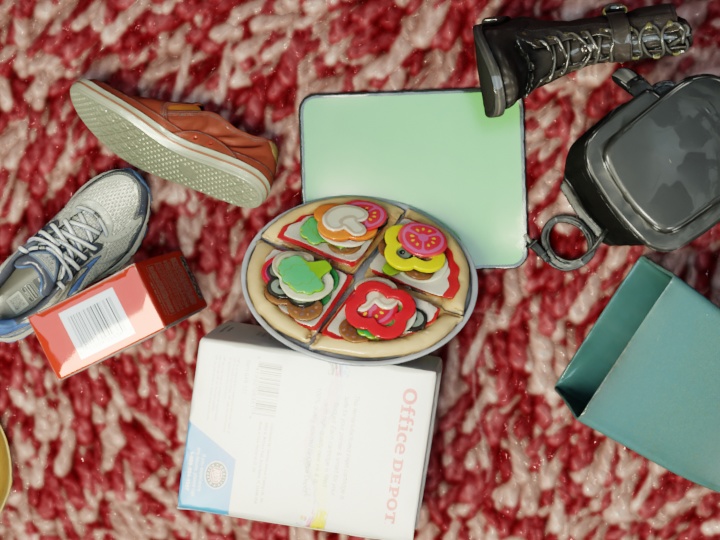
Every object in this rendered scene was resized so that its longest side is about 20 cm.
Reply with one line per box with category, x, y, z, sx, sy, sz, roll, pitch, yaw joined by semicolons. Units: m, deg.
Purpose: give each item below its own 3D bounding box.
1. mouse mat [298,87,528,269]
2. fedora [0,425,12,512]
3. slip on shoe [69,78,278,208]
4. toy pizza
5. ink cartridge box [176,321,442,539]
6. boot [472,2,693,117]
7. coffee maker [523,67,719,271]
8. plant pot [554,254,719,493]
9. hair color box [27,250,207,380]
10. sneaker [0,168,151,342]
mouse mat;0.046;-0.079;1.566;0.200;0.008;0.161;-1;93;3
fedora;-0.414;0.178;1.575;0.201;0.082;0.201;0;94;4
slip on shoe;-0.162;-0.120;1.556;0.200;0.074;0.061;24;60;8
toy pizza;0.000;0.000;1.489;0.200;0.200;0.032;8;135;4
ink cartridge box;-0.038;0.135;1.515;0.200;0.145;0.147;9;94;4
boot;0.185;-0.186;1.463;0.174;0.200;0.069;-5;112;11
coffee maker;0.234;-0.069;1.455;0.135;0.200;0.192;29;93;2
plant pot;0.293;0.105;1.498;0.200;0.141;0.141;32;95;-6
hair color box;-0.200;0.035;1.493;0.101;0.200;0.061;-26;91;5
sneaker;-0.261;-0.009;1.553;0.077;0.085;0.200;44;95;1
